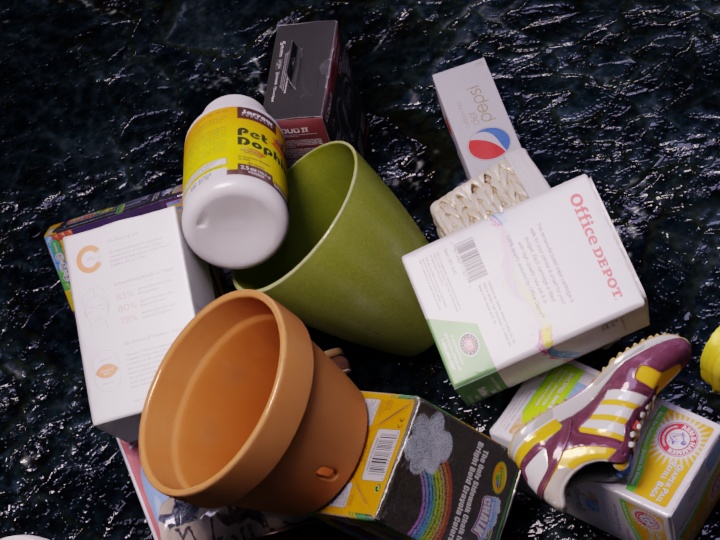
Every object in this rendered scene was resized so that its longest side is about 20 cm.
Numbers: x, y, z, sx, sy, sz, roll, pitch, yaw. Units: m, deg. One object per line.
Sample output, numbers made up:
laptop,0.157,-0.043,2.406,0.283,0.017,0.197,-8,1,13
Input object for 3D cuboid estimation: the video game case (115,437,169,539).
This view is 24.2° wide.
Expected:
video game case,-0.142,0.175,1.713,0.199,0.017,0.144,-24,79,5

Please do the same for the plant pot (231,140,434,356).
plant pot,0.000,0.000,1.751,0.187,0.200,0.188,-38,30,26

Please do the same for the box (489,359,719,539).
box,0.242,0.179,1.615,0.199,0.102,0.113,24,64,30

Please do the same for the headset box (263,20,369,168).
headset box,-0.051,-0.174,1.910,0.077,0.200,0.150,-4,53,14

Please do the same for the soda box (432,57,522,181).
soda box,0.143,-0.148,1.922,0.068,0.064,0.201,-19,51,2

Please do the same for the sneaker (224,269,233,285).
sneaker,-0.196,-0.024,1.893,0.199,0.115,0.075,-34,52,-11

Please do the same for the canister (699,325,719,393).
canister,0.453,0.103,1.624,0.148,0.087,0.200,-41,55,-16

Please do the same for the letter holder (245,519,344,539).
letter holder,-0.109,0.307,1.594,0.199,0.143,0.101,-19,50,2

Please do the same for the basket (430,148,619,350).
basket,0.170,-0.002,1.756,0.123,0.136,0.201,-27,51,-2

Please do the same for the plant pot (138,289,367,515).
plant pot,-0.089,0.136,1.541,0.199,0.140,0.201,-30,44,34

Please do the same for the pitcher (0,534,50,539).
pitcher,-0.288,0.318,1.603,0.121,0.201,0.172,18,59,27

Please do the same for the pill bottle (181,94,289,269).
pill bottle,-0.129,-0.099,1.731,0.108,0.110,0.201,-14,36,5

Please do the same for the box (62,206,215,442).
box,-0.212,0.055,1.692,0.124,0.098,0.201,-15,72,9

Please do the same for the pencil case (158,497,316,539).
pencil case,-0.104,0.236,1.651,0.199,0.090,0.078,-21,35,5

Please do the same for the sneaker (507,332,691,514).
sneaker,0.237,0.142,1.540,0.199,0.075,0.090,-36,60,-3

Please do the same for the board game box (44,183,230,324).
board game box,-0.228,0.024,1.813,0.164,0.201,0.057,-16,15,6

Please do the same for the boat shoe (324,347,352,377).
boat shoe,-0.088,0.159,1.753,0.199,0.070,0.071,-34,67,0

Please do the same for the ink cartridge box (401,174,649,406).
ink cartridge box,0.160,0.020,1.614,0.199,0.084,0.146,-24,68,6

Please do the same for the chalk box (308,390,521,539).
chalk box,0.062,0.210,1.597,0.124,0.200,0.126,0,64,50
